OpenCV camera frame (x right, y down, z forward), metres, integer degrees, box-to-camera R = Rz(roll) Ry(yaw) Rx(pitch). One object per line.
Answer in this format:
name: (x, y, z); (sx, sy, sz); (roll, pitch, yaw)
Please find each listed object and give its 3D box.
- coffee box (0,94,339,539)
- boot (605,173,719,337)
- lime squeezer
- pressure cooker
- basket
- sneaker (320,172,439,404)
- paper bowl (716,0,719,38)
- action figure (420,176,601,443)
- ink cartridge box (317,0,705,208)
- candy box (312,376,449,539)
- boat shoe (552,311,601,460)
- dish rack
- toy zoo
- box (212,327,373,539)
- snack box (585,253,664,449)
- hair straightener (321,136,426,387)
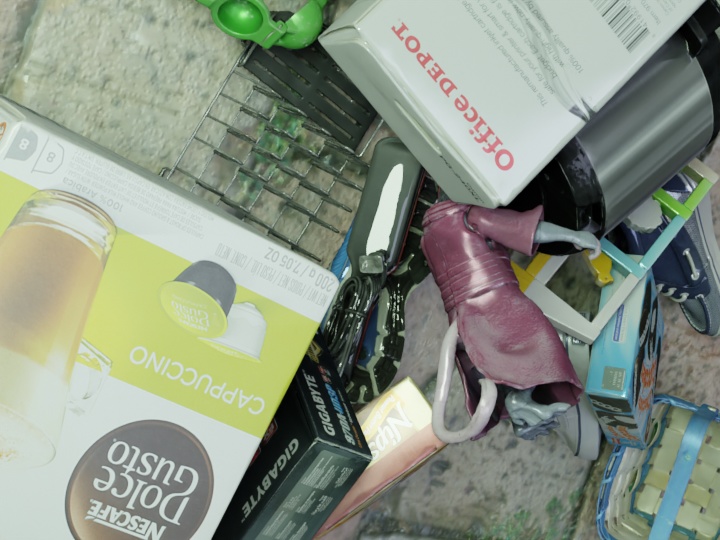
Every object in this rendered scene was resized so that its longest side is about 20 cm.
coffee box: (-0.169, 0.030, 0.891); (0.199, 0.200, 0.198); (27, 91, -30)
boot: (0.264, -0.003, 1.436); (0.090, 0.073, 0.200); (-35, 125, -15)
lime squeezer: (-0.062, -0.173, 1.022); (0.199, 0.038, 0.071); (-5, 84, -42)
pressure cooker: (0.166, -0.130, 1.185); (0.200, 0.176, 0.179); (-39, 136, -18)
basket: (0.287, 0.204, 1.490); (0.200, 0.139, 0.177); (-21, 131, -75)
sneaker: (0.000, 0.000, 1.174); (0.078, 0.089, 0.201); (36, 67, -28)
paper bowl: (0.326, -0.237, 1.264); (0.104, 0.200, 0.202); (-5, 114, -42)
action figure: (0.073, 0.016, 1.093); (0.148, 0.134, 0.201); (-10, 74, -36)
ink cartridge box: (0.094, -0.157, 1.018); (0.200, 0.083, 0.145); (-45, 106, -12)
candy box: (0.003, 0.134, 1.157); (0.115, 0.055, 0.200); (-36, 172, -3)
boat shoe: (0.169, 0.095, 1.392); (0.200, 0.065, 0.074); (75, 19, -51)
dish rack: (-0.054, -0.064, 1.095); (0.153, 0.054, 0.200); (34, 86, -49)
toy zoo: (0.169, -0.036, 1.281); (0.200, 0.131, 0.020); (-50, 173, -12)
box: (-0.082, 0.130, 1.051); (0.046, 0.159, 0.200); (21, 117, -31)
snack box: (0.222, 0.071, 1.370); (0.200, 0.037, 0.117); (52, 48, -68)
hair straightener: (-0.005, 0.006, 1.074); (0.077, 0.041, 0.201); (64, 48, -79)
